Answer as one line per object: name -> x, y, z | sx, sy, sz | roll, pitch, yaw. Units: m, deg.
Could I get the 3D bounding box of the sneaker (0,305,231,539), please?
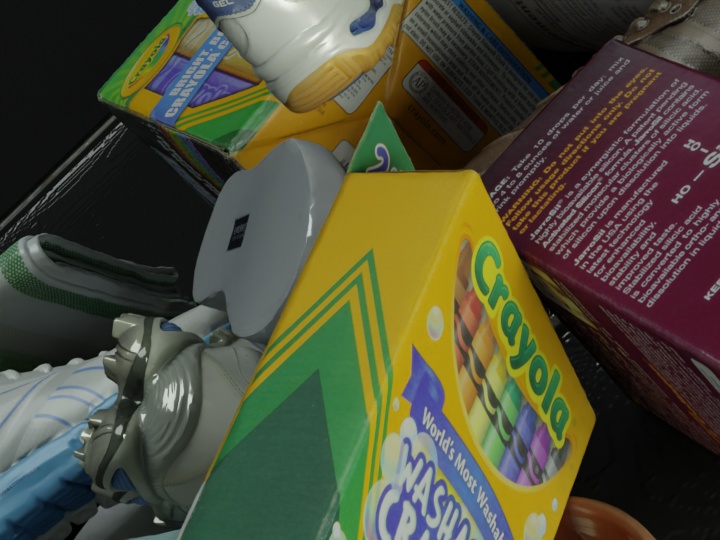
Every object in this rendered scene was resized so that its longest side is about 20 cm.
sneaker -> -0.132, 0.062, 1.040 | 0.200, 0.075, 0.087 | -36, 68, -11

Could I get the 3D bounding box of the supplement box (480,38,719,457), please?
supplement box -> 0.128, 0.008, 0.825 | 0.086, 0.110, 0.200 | -47, 27, -4

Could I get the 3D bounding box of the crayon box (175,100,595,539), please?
crayon box -> 0.016, 0.059, 0.822 | 0.052, 0.126, 0.200 | 0, 48, 29

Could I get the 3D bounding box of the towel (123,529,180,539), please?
towel -> -0.076, 0.173, 0.906 | 0.200, 0.048, 0.171 | -21, 45, 63

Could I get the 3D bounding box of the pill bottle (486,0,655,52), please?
pill bottle -> 0.102, -0.148, 1.075 | 0.200, 0.114, 0.114 | 3, 54, 57

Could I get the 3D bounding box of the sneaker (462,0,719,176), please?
sneaker -> 0.124, -0.067, 0.968 | 0.200, 0.070, 0.076 | -19, 59, 26

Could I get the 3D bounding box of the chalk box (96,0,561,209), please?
chalk box -> -0.018, -0.074, 1.136 | 0.124, 0.125, 0.200 | -49, 28, -7

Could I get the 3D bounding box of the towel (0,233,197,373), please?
towel -> -0.188, 0.046, 1.195 | 0.200, 0.149, 0.031 | -30, 69, 18

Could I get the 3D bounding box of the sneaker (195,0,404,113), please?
sneaker -> -0.030, -0.147, 1.021 | 0.075, 0.088, 0.200 | -38, 26, 19

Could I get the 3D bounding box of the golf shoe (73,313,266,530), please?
golf shoe -> -0.030, 0.065, 0.929 | 0.200, 0.097, 0.078 | 15, -92, -79

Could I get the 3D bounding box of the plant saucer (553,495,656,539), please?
plant saucer -> 0.030, 0.162, 0.842 | 0.200, 0.032, 0.200 | -34, 29, 21

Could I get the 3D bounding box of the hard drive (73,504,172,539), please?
hard drive -> -0.031, 0.089, 1.037 | 0.132, 0.025, 0.200 | -53, 27, -14

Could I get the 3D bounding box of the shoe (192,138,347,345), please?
shoe -> 0.000, 0.000, 0.944 | 0.200, 0.091, 0.072 | -177, 104, -78
